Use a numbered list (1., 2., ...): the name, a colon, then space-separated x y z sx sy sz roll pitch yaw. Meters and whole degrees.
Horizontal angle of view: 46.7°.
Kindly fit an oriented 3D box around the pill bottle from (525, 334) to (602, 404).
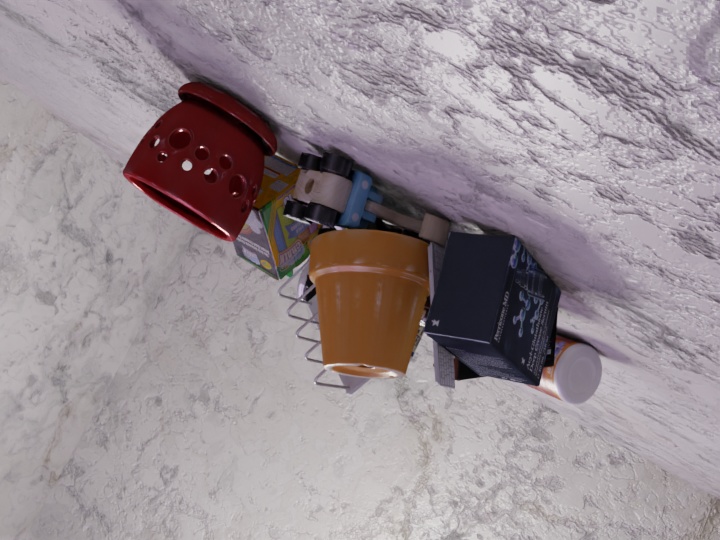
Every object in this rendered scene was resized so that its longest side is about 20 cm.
1. pill bottle: 0.359 0.177 1.603 0.111 0.114 0.199 32 173 -27

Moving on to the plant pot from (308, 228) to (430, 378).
1. plant pot: 0.014 0.059 1.242 0.195 0.188 0.201 5 166 1

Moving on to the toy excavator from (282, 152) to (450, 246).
1. toy excavator: 0.013 -0.095 1.243 0.197 0.102 0.193 18 178 -35

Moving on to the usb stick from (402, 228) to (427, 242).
1. usb stick: 0.128 -0.003 1.322 0.055 0.033 0.201 35 -166 -46

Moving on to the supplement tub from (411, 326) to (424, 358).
1. supplement tub: 0.070 0.057 1.565 0.143 0.203 0.145 27 176 2

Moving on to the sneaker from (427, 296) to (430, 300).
1. sneaker: 0.100 0.024 1.443 0.199 0.087 0.075 31 -157 -50

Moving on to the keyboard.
1. keyboard: 0.117 0.064 1.191 0.010 0.205 0.056 -11 163 33

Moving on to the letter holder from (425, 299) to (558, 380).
1. letter holder: 0.204 0.102 1.380 0.196 0.103 0.141 -4 -168 -28

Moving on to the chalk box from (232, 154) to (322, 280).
1. chalk box: -0.148 -0.079 1.448 0.123 0.123 0.203 28 145 34

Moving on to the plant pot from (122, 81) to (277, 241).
1. plant pot: -0.235 -0.171 1.275 0.198 0.185 0.201 29 174 4

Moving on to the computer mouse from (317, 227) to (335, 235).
1. computer mouse: 0.000 0.000 1.449 0.200 0.034 0.059 46 -157 -10

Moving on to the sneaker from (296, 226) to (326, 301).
1. sneaker: -0.043 -0.009 1.606 0.110 0.204 0.073 27 -165 14

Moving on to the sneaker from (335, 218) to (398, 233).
1. sneaker: -0.013 -0.103 1.348 0.201 0.080 0.074 48 -155 -18

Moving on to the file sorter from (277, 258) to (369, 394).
1. file sorter: -0.042 0.086 1.458 0.123 0.138 0.203 19 -143 -51

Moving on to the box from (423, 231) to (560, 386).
1. box: 0.191 0.057 1.179 0.105 0.152 0.199 7 162 35

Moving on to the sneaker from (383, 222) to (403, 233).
1. sneaker: 0.030 -0.059 1.492 0.201 0.083 0.074 54 167 47

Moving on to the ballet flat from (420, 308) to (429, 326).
1. ballet flat: 0.151 0.113 1.453 0.198 0.058 0.066 32 176 -26
